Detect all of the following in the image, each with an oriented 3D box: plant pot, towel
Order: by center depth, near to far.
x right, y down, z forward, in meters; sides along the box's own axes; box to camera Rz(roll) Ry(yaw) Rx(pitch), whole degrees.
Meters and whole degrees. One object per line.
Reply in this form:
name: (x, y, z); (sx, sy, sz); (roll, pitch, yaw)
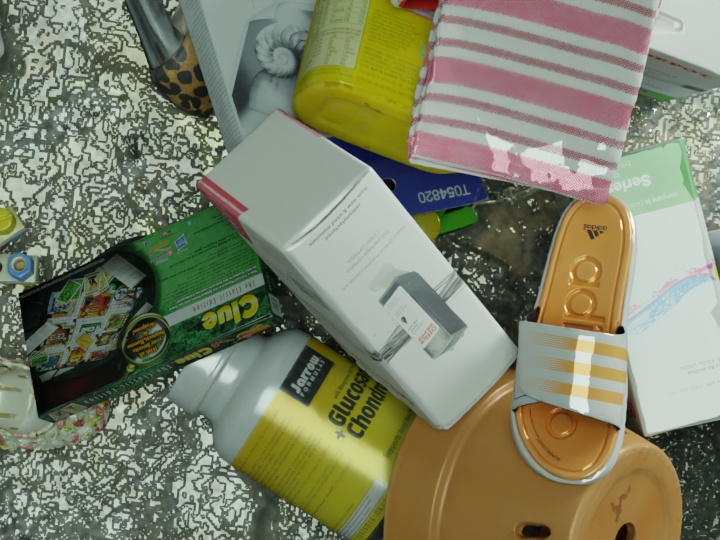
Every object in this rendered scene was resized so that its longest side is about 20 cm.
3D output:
towel: (0.119, -0.151, 1.316); (0.146, 0.030, 0.201); (12, 109, -4)
plant pot: (0.132, 0.175, 1.407); (0.140, 0.200, 0.201); (12, 88, 41)

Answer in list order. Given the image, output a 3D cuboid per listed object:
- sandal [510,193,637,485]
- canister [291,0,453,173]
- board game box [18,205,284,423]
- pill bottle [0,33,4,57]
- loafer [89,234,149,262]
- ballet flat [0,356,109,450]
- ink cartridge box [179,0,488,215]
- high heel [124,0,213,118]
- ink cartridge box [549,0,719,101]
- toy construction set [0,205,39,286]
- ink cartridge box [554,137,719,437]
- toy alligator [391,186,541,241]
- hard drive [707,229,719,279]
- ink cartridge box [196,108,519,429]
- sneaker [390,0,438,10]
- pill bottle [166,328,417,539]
sandal: (0.141, 0.037, 1.336); (0.079, 0.059, 0.207); (3, 72, 15)
canister: (0.037, -0.184, 1.420); (0.148, 0.087, 0.201); (20, 64, -17)
board game box: (-0.154, 0.027, 1.443); (0.199, 0.023, 0.105); (-23, 60, 18)
pill bottle: (-0.374, -0.174, 1.459); (0.199, 0.120, 0.120); (-22, 90, -2)
loafer: (-0.124, 0.000, 1.491); (0.199, 0.063, 0.072); (-25, 66, 14)
ballet flat: (-0.287, 0.092, 1.484); (0.199, 0.064, 0.076); (11, 89, -2)
ink cartridge box: (-0.013, -0.132, 1.452); (0.199, 0.041, 0.201); (-12, 76, -26)
high heel: (-0.081, -0.212, 1.510); (0.200, 0.071, 0.143); (-28, 112, -14)
ink cartridge box: (0.192, -0.188, 1.431); (0.145, 0.200, 0.084); (19, 88, -6)
toy construction set: (-0.347, -0.020, 1.468); (0.199, 0.092, 0.132); (-19, 76, -16)
ink cartridge box: (0.211, 0.014, 1.459); (0.087, 0.145, 0.201); (-16, 90, -1)
toy alligator: (0.041, -0.044, 1.498); (0.199, 0.059, 0.054); (-26, 88, -14)
hard drive: (0.287, 0.068, 1.467); (0.025, 0.132, 0.201); (-13, 89, -1)
ink cartridge box: (0.000, 0.000, 1.362); (0.085, 0.146, 0.200); (-44, 125, -7)
sneaker: (0.093, -0.238, 1.379); (0.201, 0.067, 0.108); (-15, 81, -24)
pill bottle: (-0.037, 0.113, 1.466); (0.200, 0.112, 0.112); (32, 88, -1)
